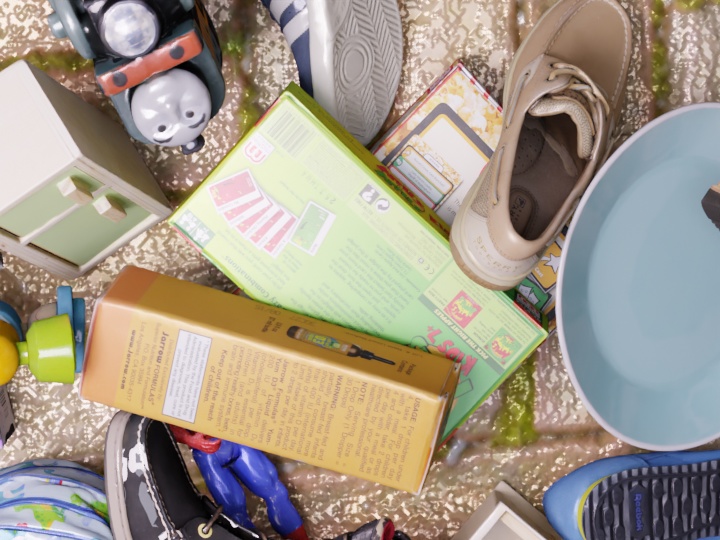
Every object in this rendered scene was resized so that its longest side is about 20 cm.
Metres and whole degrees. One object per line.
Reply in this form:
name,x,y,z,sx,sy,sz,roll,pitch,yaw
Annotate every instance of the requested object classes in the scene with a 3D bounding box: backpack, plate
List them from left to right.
backpack,-0.184,0.210,1.654,0.162,0.154,0.201,12,85,6
plate,0.183,0.002,1.629,0.199,0.026,0.202,-9,106,-33

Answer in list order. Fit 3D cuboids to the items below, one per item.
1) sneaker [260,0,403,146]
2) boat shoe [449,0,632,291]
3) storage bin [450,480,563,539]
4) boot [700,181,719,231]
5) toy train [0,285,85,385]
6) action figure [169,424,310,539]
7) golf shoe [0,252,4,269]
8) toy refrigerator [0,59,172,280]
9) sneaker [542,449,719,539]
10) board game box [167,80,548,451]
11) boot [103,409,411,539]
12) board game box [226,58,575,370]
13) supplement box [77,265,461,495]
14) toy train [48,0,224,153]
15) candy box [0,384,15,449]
sneaker,-0.035,-0.166,1.636,0.084,0.075,0.201,9,118,38
boat shoe,0.114,-0.080,1.598,0.071,0.065,0.201,28,61,-12
storage bin,0.090,0.265,1.669,0.198,0.094,0.200,40,96,-4
boot,0.295,-0.045,1.622,0.199,0.077,0.139,29,92,-36
toy train,-0.203,0.046,1.525,0.115,0.200,0.085,-3,97,-6
action figure,-0.067,0.104,1.650,0.065,0.099,0.200,-38,94,-30
golf shoe,-0.284,-0.040,1.568,0.200,0.078,0.095,37,89,19
toy refrigerator,-0.170,-0.049,1.574,0.076,0.200,0.070,-33,78,4
sneaker,0.202,0.132,1.672,0.199,0.078,0.066,-1,95,-19
board game box,0.000,0.000,1.610,0.200,0.048,0.102,43,101,-4
boot,-0.050,0.159,1.589,0.150,0.073,0.201,-11,104,22
board game box,0.039,0.002,1.660,0.200,0.046,0.152,-44,95,6
supplement box,-0.049,0.060,1.570,0.199,0.067,0.069,14,110,6
toy train,-0.118,-0.135,1.569,0.085,0.200,0.114,-27,111,2
candy box,-0.304,0.019,1.654,0.167,0.072,0.201,-12,97,2
